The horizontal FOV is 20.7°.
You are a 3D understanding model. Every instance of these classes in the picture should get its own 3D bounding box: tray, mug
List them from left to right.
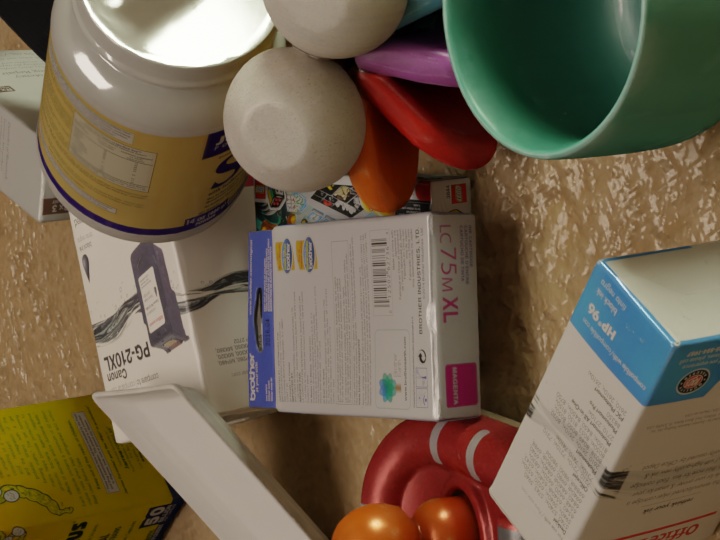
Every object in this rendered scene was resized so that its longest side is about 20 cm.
[{"bbox_3d":[-0.089,0.144,1.341,0.107,0.022,0.200,-10,126,50],"label":"tray"},{"bbox_3d":[0.138,-0.143,0.967,0.185,0.114,0.152,-46,59,48],"label":"mug"}]

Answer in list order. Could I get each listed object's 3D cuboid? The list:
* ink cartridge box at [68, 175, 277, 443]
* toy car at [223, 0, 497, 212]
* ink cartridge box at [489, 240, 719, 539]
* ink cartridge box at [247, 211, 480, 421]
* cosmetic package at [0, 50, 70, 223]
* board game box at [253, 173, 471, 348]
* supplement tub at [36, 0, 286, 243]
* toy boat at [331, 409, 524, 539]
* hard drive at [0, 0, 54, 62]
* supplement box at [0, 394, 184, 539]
[{"bbox_3d":[-0.128,0.013,1.400,0.145,0.084,0.201,-20,81,55],"label":"ink cartridge box"},{"bbox_3d":[0.022,-0.126,1.121,0.150,0.175,0.201,23,117,11],"label":"toy car"},{"bbox_3d":[0.143,0.084,1.001,0.068,0.116,0.200,51,134,36],"label":"ink cartridge box"},{"bbox_3d":[-0.002,0.029,1.198,0.200,0.042,0.120,-3,88,52],"label":"ink cartridge box"},{"bbox_3d":[-0.248,-0.108,1.537,0.200,0.101,0.074,32,123,47],"label":"cosmetic package"},{"bbox_3d":[0.000,0.000,1.260,0.200,0.035,0.127,7,102,54],"label":"board game box"},{"bbox_3d":[-0.126,-0.123,1.234,0.200,0.145,0.146,115,136,-60],"label":"supplement tub"},{"bbox_3d":[0.045,0.152,1.127,0.200,0.130,0.131,-169,75,-68],"label":"toy boat"},{"bbox_3d":[-0.180,-0.177,1.387,0.200,0.042,0.135,42,141,-6],"label":"hard drive"},{"bbox_3d":[-0.254,0.177,1.512,0.110,0.199,0.109,60,140,29],"label":"supplement box"}]
